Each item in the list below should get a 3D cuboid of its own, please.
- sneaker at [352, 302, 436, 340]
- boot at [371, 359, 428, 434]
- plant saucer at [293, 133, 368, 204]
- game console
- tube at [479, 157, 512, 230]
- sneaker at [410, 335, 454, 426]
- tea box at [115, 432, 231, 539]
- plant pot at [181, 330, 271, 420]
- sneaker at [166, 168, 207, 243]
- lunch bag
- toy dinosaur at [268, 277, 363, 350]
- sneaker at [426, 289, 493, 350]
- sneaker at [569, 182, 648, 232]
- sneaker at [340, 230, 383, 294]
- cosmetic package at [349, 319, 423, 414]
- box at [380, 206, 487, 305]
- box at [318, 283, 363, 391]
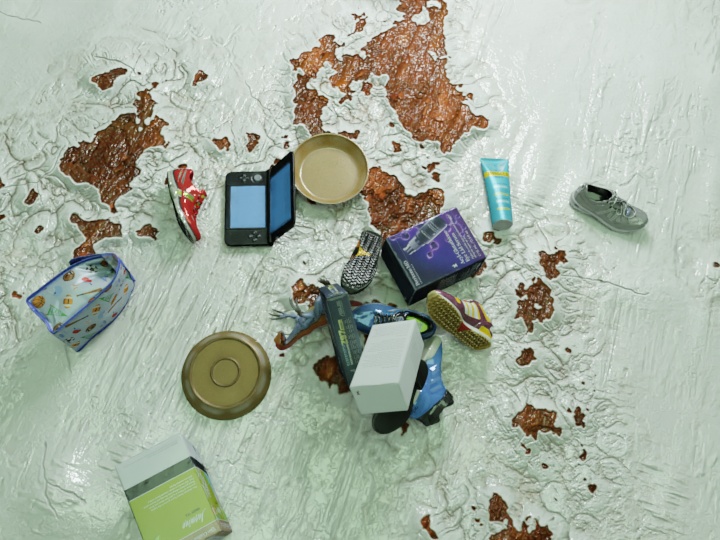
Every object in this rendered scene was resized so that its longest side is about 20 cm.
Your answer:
[{"bbox_3d":[0.075,0.111,1.477,0.198,0.089,0.079,6,79,1],"label":"sneaker"},{"bbox_3d":[0.041,0.256,1.389,0.200,0.173,0.070,-49,117,-33],"label":"boot"},{"bbox_3d":[-0.078,-0.250,1.645,0.198,0.035,0.202,1,69,-4],"label":"plant saucer"},{"bbox_3d":[-0.241,-0.171,1.558,0.174,0.117,0.202,-1,68,-5],"label":"game console"},{"bbox_3d":[0.349,-0.200,1.657,0.077,0.050,0.202,4,62,-11],"label":"tube"},{"bbox_3d":[0.161,0.248,1.446,0.111,0.077,0.201,37,50,-10],"label":"sneaker"},{"bbox_3d":[-0.352,0.443,1.258,0.133,0.200,0.198,-24,73,-14],"label":"tea box"},{"bbox_3d":[-0.296,0.226,1.443,0.198,0.028,0.202,2,69,-4],"label":"plant pot"},{"bbox_3d":[-0.406,-0.163,1.567,0.084,0.077,0.202,-15,70,-16],"label":"sneaker"},{"bbox_3d":[-0.587,0.054,1.414,0.200,0.170,0.124,-42,81,-17],"label":"lunch bag"},{"bbox_3d":[-0.111,0.109,1.464,0.198,0.105,0.183,23,71,3],"label":"toy dinosaur"},{"bbox_3d":[0.225,0.094,1.483,0.200,0.075,0.091,42,44,-24],"label":"sneaker"},{"bbox_3d":[0.626,-0.158,1.637,0.198,0.082,0.075,21,68,4],"label":"sneaker"},{"bbox_3d":[0.000,0.000,1.496,0.069,0.090,0.201,21,45,1],"label":"sneaker"},{"bbox_3d":[0.057,0.188,1.306,0.100,0.072,0.200,-9,28,22],"label":"cosmetic package"},{"bbox_3d":[0.168,-0.033,1.540,0.199,0.104,0.149,-26,73,-14],"label":"box"},{"bbox_3d":[-0.036,0.136,1.389,0.051,0.158,0.202,-16,99,-9],"label":"box"}]
